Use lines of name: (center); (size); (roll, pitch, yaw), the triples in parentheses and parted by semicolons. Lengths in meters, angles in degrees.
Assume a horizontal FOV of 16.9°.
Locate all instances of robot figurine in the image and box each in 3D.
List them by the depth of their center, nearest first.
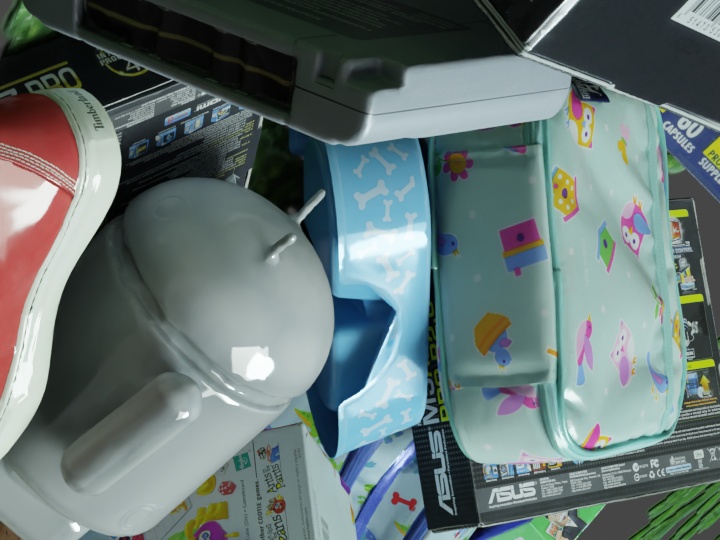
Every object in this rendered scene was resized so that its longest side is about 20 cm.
robot figurine: (-0.091, 0.038, 1.076); (0.200, 0.113, 0.170); (-42, -161, 20)

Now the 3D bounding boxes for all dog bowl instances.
dog bowl: (0.000, 0.000, 1.200); (0.049, 0.112, 0.201); (-8, 128, -11)

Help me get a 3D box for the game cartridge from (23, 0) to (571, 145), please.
game cartridge: (-0.022, -0.094, 0.950); (0.133, 0.199, 0.041); (-15, 120, -43)

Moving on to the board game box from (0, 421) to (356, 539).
board game box: (-0.106, 0.160, 1.216); (0.199, 0.105, 0.103); (-12, 153, 9)

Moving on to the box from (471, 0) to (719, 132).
box: (0.089, -0.176, 0.936); (0.124, 0.197, 0.200); (-46, 155, 18)

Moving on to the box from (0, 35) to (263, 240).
box: (-0.138, -0.035, 1.077); (0.199, 0.049, 0.162); (-25, 153, -24)

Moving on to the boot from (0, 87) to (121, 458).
boot: (-0.191, 0.016, 0.966); (0.144, 0.072, 0.201); (-11, 137, -40)

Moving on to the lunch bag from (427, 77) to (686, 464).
lunch bag: (0.103, -0.007, 1.207); (0.077, 0.201, 0.160); (-3, 179, 33)

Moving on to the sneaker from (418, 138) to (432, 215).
sneaker: (0.060, -0.059, 1.309); (0.082, 0.071, 0.200); (-28, 160, 26)

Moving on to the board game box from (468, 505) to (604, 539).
board game box: (0.105, 0.132, 1.447); (0.135, 0.029, 0.200); (-44, -176, -28)

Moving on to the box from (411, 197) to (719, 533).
box: (0.111, 0.047, 1.306); (0.199, 0.161, 0.044); (-6, 174, -39)

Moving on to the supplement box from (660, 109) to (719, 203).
supplement box: (0.264, -0.124, 1.351); (0.200, 0.109, 0.110); (-45, -175, 19)

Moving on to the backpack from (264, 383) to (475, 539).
backpack: (0.017, 0.083, 1.373); (0.183, 0.147, 0.201); (-43, 159, -45)
